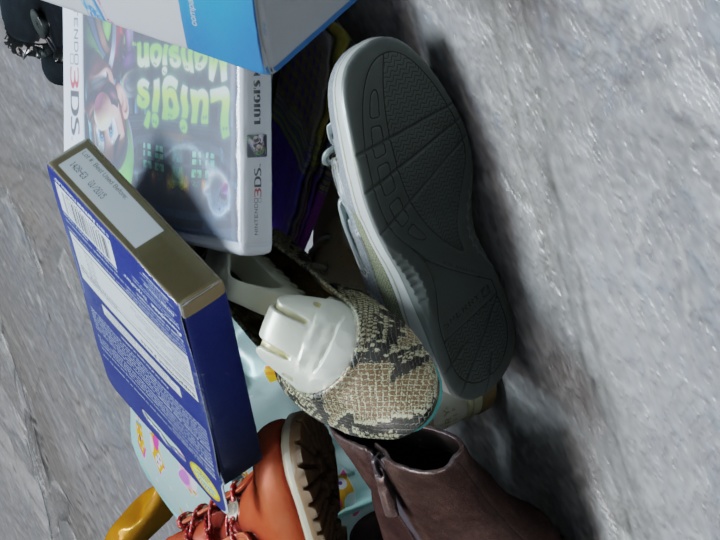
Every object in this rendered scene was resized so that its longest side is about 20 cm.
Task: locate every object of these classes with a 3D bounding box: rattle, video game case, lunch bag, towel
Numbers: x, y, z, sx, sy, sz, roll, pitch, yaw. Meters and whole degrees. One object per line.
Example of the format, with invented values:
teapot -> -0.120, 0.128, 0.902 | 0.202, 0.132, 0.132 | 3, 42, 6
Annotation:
rattle -> -0.153, 0.073, 1.985 | 0.201, 0.142, 0.130 | 60, -163, -16
video game case -> -0.104, -0.108, 1.520 | 0.200, 0.023, 0.183 | 11, 103, 57
lunch bag -> -0.071, 0.099, 1.831 | 0.200, 0.122, 0.170 | 55, 160, 15
towel -> -0.058, -0.079, 1.605 | 0.144, 0.023, 0.201 | 54, 136, 42

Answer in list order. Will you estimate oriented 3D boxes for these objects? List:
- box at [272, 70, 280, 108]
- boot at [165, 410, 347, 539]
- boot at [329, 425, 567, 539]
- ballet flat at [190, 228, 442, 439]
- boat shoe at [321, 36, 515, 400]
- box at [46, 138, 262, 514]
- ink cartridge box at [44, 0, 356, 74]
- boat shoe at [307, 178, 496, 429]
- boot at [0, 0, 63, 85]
box -> -0.093, -0.135, 1.578 | 0.117, 0.060, 0.201 | 42, 128, 49
boot -> -0.061, 0.148, 1.641 | 0.200, 0.107, 0.075 | 89, -176, -53
boot -> 0.032, 0.126, 1.587 | 0.200, 0.072, 0.167 | 14, 149, 50
ballet flat -> -0.036, 0.025, 1.487 | 0.075, 0.068, 0.200 | 28, -172, -37
boat shoe -> 0.020, -0.026, 1.483 | 0.065, 0.074, 0.203 | 14, 135, 47
box -> -0.105, 0.033, 1.539 | 0.121, 0.032, 0.200 | 45, 158, 31
ink cartridge box -> -0.084, -0.185, 1.361 | 0.199, 0.145, 0.085 | 19, 136, 31
boat shoe -> 0.000, 0.000, 1.593 | 0.201, 0.065, 0.072 | 61, 161, 15
boot -> -0.195, -0.200, 1.866 | 0.168, 0.076, 0.201 | 21, 138, 60
